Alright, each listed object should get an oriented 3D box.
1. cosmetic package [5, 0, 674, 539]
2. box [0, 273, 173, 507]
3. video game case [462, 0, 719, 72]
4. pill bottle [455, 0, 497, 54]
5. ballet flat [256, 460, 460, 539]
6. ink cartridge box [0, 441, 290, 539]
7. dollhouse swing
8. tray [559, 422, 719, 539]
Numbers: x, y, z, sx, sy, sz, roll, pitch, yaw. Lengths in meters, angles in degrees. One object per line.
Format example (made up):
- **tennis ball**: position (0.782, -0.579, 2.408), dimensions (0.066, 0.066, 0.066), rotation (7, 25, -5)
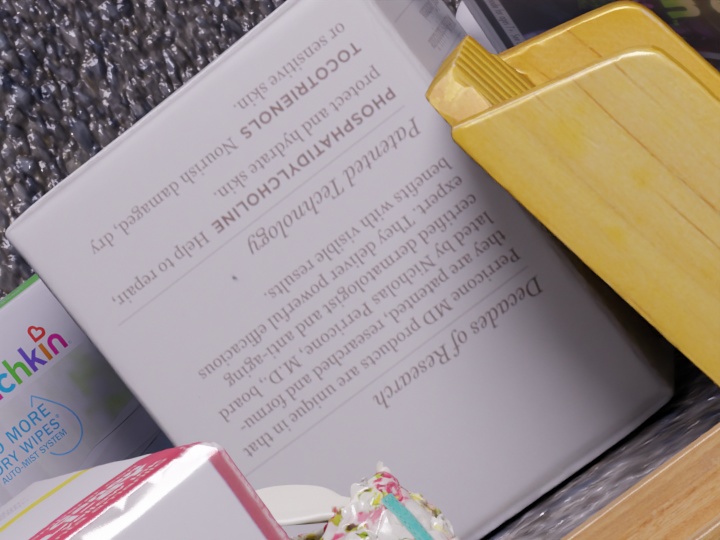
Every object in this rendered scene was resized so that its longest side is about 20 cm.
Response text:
- **cosmetic package**: position (0.000, 0.000, 1.118), dimensions (0.166, 0.200, 0.167), rotation (-37, 5, 12)
- **box**: position (-0.087, 0.069, 1.249), dimensions (0.200, 0.177, 0.097), rotation (-39, 5, -26)
- **video game case**: position (0.125, -0.109, 1.082), dimensions (0.181, 0.200, 0.023), rotation (-2, 61, 25)
- **pill bottle**: position (0.112, -0.099, 1.244), dimensions (0.111, 0.200, 0.111), rotation (-37, 5, 4)
- **ballet flat**: position (-0.043, 0.111, 1.019), dimensions (0.200, 0.064, 0.076), rotation (-21, 15, 37)
- **ink cartridge box**: position (-0.044, 0.121, 0.635), dimensions (0.083, 0.145, 0.200), rotation (-38, 5, -17)
- **dollhouse swing**: position (0.149, -0.068, 0.981), dimensions (0.176, 0.182, 0.200), rotation (-47, 3, 11)
- **tray**: position (0.089, 0.076, 0.749), dimensions (0.200, 0.037, 0.099), rotation (-36, 5, 6)
